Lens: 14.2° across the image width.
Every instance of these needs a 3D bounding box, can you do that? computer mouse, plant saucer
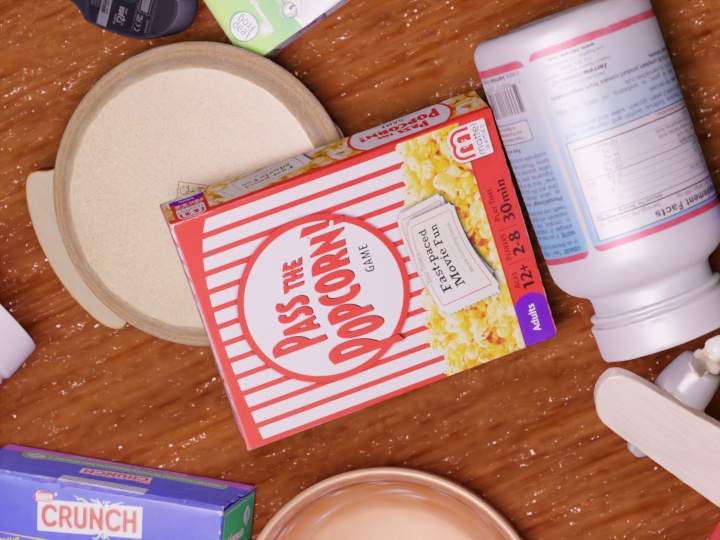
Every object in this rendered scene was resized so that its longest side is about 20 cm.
[{"bbox_3d":[-0.186,-0.198,1.779,0.199,0.034,0.059,27,120,12],"label":"computer mouse"},{"bbox_3d":[0.022,0.217,1.793,0.199,0.037,0.201,2,100,13],"label":"plant saucer"}]

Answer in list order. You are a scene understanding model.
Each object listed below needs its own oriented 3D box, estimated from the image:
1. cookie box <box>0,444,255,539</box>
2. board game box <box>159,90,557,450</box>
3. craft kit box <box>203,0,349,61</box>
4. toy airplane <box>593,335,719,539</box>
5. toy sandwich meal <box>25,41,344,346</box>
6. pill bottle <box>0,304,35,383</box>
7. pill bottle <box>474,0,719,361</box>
[{"bbox_3d":[-0.164,0.224,1.816,0.170,0.075,0.201,9,101,11],"label":"cookie box"},{"bbox_3d":[0.000,0.000,1.707,0.199,0.046,0.152,-21,111,-4],"label":"board game box"},{"bbox_3d":[-0.041,-0.257,1.728,0.197,0.049,0.200,-34,91,13],"label":"craft kit box"},{"bbox_3d":[0.250,0.123,1.686,0.198,0.141,0.200,-4,132,20],"label":"toy airplane"},{"bbox_3d":[-0.098,-0.044,1.764,0.204,0.070,0.206,2,101,9],"label":"toy sandwich meal"},{"bbox_3d":[-0.302,0.085,1.776,0.113,0.113,0.200,43,80,3],"label":"pill bottle"},{"bbox_3d":[0.147,-0.054,1.684,0.108,0.109,0.201,-18,95,15],"label":"pill bottle"}]
